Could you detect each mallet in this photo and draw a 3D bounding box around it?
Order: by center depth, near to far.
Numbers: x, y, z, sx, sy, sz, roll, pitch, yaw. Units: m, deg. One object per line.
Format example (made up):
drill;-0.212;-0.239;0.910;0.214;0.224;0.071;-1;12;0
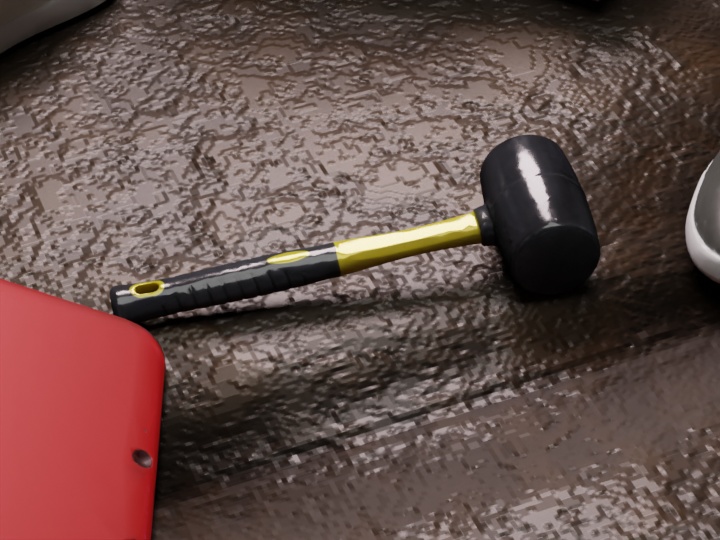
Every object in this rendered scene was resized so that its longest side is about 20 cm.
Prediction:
mallet;0.000;0.000;0.807;0.199;0.041;0.066;-18;43;-8

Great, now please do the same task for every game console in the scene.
game console;-0.177;0.091;0.723;0.172;0.119;0.200;-29;34;20

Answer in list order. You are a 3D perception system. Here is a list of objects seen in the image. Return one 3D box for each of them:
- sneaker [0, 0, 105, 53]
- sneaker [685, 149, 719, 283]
sneaker;-0.203;-0.137;0.954;0.073;0.085;0.200;27;50;31
sneaker;0.191;-0.079;0.831;0.071;0.099;0.200;21;47;25
